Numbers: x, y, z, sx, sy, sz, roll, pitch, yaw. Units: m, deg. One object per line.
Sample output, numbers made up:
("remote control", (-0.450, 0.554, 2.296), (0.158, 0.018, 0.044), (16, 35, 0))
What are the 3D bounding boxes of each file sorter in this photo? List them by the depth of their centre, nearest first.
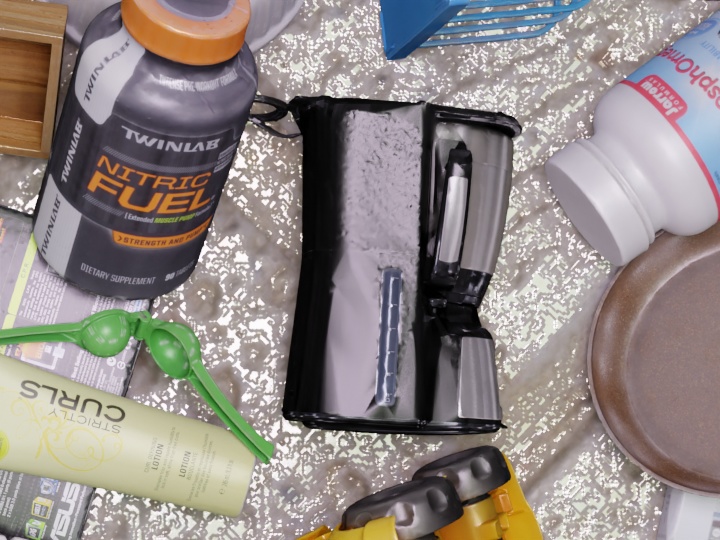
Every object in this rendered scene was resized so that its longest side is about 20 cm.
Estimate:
("file sorter", (0.082, -0.217, 1.374), (0.122, 0.200, 0.140), (-7, 87, -10))

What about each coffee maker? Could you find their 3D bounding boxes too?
("coffee maker", (0.000, 0.000, 1.399), (0.191, 0.135, 0.201), (4, 85, 17))

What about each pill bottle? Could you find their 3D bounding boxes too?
("pill bottle", (-0.122, -0.086, 1.322), (0.106, 0.200, 0.107), (12, 42, -11))
("pill bottle", (0.219, -0.093, 1.427), (0.200, 0.109, 0.109), (-36, 91, -7))

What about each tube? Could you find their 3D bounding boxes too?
("tube", (-0.162, 0.101, 1.359), (0.199, 0.052, 0.058), (16, 46, -8))

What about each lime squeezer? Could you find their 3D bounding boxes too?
("lime squeezer", (-0.141, 0.056, 1.363), (0.199, 0.038, 0.071), (21, 64, -6))

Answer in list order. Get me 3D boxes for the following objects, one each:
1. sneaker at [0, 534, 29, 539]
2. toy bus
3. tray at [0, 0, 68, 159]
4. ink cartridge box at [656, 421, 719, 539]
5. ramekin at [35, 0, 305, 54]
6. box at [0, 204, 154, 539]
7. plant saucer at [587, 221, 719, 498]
("sneaker", (-0.185, 0.221, 1.363), (0.199, 0.078, 0.092), (15, 56, -4))
("toy bus", (0.005, 0.202, 1.372), (0.191, 0.200, 0.136), (-18, 92, 26))
("tray", (-0.282, -0.129, 1.377), (0.199, 0.099, 0.037), (7, 43, -7))
("ink cartridge box", (0.265, 0.209, 1.445), (0.161, 0.050, 0.201), (12, 82, -6))
("ramekin", (-0.114, -0.226, 1.389), (0.199, 0.105, 0.201), (1, 82, -9))
("box", (-0.239, 0.058, 1.395), (0.192, 0.048, 0.201), (16, 85, -4))
("plant saucer", (0.242, 0.052, 1.418), (0.199, 0.032, 0.201), (-9, 62, 18))
